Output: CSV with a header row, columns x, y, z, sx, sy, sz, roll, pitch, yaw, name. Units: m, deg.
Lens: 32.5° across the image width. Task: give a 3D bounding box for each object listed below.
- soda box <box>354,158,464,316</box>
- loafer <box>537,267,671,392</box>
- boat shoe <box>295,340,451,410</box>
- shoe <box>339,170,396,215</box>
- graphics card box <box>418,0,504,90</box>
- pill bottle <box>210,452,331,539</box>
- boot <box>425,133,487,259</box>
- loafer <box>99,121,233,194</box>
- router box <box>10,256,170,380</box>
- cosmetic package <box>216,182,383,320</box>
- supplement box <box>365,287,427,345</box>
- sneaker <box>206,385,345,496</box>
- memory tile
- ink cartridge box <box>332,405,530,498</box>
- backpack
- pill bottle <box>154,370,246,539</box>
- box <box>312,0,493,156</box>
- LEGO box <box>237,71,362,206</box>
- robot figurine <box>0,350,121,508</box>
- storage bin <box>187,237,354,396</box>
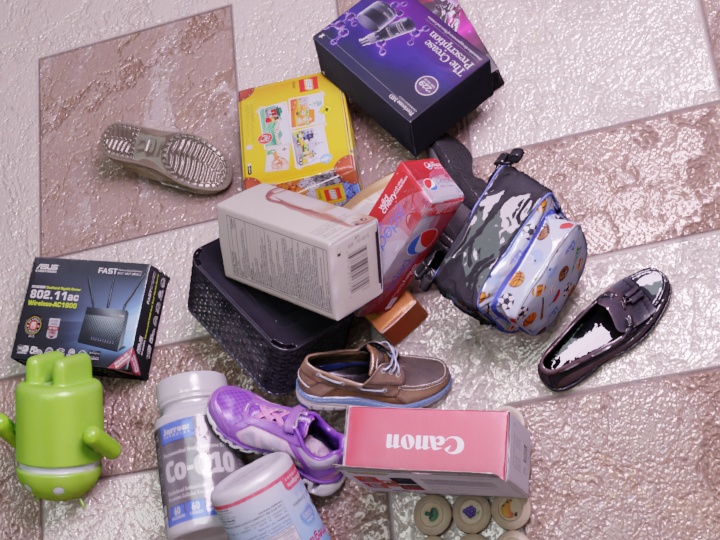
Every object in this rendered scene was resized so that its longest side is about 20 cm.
x,y,z,sx,sy,sz,roll,pitch,yaw,name
0.042,-0.038,1.484,0.070,0.063,0.201,54,130,26,soda box
0.294,0.069,1.489,0.200,0.063,0.072,-42,65,2,loafer
0.020,0.129,1.522,0.197,0.073,0.073,-5,46,-12,boat shoe
0.003,-0.070,1.548,0.199,0.070,0.054,-31,93,26,shoe
0.097,-0.307,1.690,0.124,0.051,0.202,-29,66,8,graphics card box
-0.091,0.330,1.478,0.108,0.109,0.202,-25,95,9,pill bottle
0.095,-0.094,1.606,0.132,0.069,0.201,-55,32,25,boot
-0.272,-0.160,1.763,0.197,0.068,0.077,20,81,7,loafer
-0.377,0.066,1.724,0.197,0.062,0.152,3,72,20,router box
-0.074,-0.026,1.483,0.198,0.105,0.087,21,37,39,cosmetic package
0.000,0.000,1.613,0.069,0.067,0.200,-42,65,1,supplement box
-0.096,0.195,1.530,0.198,0.089,0.081,30,52,0,sneaker
0.134,0.269,1.504,0.151,0.017,0.203,-7,70,17,memory tile
0.086,0.208,1.435,0.197,0.176,0.085,0,72,18,ink cartridge box
0.186,-0.013,1.486,0.154,0.190,0.201,38,91,20,backpack
-0.204,0.239,1.578,0.112,0.114,0.203,-17,68,13,pill bottle
0.055,-0.265,1.600,0.141,0.079,0.200,-40,61,-12,box
-0.080,-0.164,1.642,0.146,0.078,0.202,-12,49,4,LEGO box
-0.398,0.212,1.637,0.173,0.115,0.204,3,96,20,robot figurine
-0.117,0.045,1.589,0.134,0.095,0.200,-28,59,-34,storage bin
